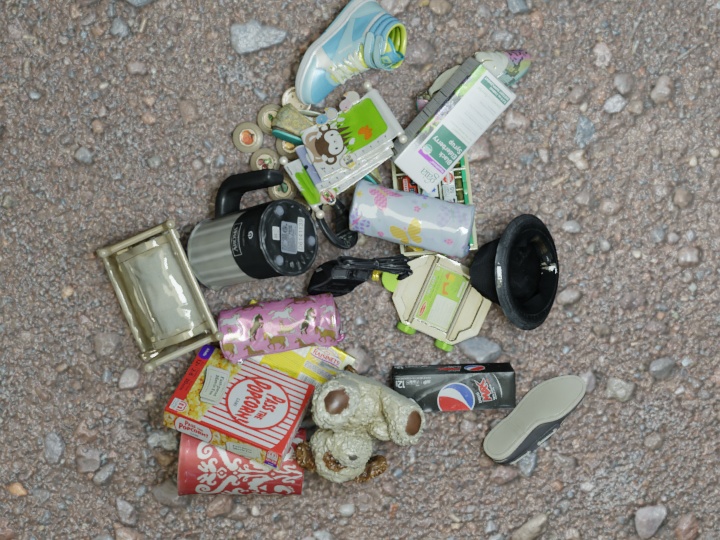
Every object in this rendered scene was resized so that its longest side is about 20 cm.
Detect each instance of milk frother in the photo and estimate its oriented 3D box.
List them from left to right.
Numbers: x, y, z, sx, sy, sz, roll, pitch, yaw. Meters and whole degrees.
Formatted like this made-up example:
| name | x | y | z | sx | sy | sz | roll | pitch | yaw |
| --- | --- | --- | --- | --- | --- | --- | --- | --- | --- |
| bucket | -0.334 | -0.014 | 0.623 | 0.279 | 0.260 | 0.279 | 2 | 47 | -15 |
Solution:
| name | x | y | z | sx | sy | sz | roll | pitch | yaw |
| --- | --- | --- | --- | --- | --- | --- | --- | --- | --- |
| milk frother | -0.133 | -0.050 | 1.698 | 0.199 | 0.187 | 0.182 | 30 | 64 | -38 |

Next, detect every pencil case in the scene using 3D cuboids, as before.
| name | x | y | z | sx | sy | sz | roll | pitch | yaw |
| --- | --- | --- | --- | --- | --- | --- | --- | --- | --- |
| pencil case | -0.127 | 0.091 | 1.715 | 0.198 | 0.083 | 0.087 | -10 | 120 | -2 |
| pencil case | 0.080 | -0.083 | 1.664 | 0.198 | 0.091 | 0.084 | 13 | 131 | 3 |

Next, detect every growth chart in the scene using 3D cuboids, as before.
| name | x | y | z | sx | sy | sz | roll | pitch | yaw |
| --- | --- | --- | --- | --- | --- | --- | --- | --- | --- |
| growth chart | -0.028 | -0.190 | 1.646 | 0.200 | 0.018 | 0.145 | -40 | 67 | -2 |

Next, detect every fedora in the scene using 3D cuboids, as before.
| name | x | y | z | sx | sy | sz | roll | pitch | yaw |
| --- | --- | --- | --- | --- | --- | --- | --- | --- | --- |
| fedora | 0.235 | 0.003 | 1.697 | 0.091 | 0.200 | 0.202 | -2 | 97 | 37 |

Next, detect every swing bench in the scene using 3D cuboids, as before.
| name | x | y | z | sx | sy | sz | roll | pitch | yaw |
| --- | --- | --- | --- | --- | --- | --- | --- | --- | --- |
| swing bench | -0.319 | 0.036 | 1.686 | 0.129 | 0.200 | 0.200 | -23 | 97 | -12 |

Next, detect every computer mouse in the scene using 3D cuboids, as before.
| name | x | y | z | sx | sy | sz | roll | pitch | yaw |
| --- | --- | --- | --- | --- | --- | --- | --- | --- | --- |
| computer mouse | 0.000 | 0.000 | 1.696 | 0.139 | 0.200 | 0.046 | 2 | 74 | -19 |

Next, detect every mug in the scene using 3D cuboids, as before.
| name | x | y | z | sx | sy | sz | roll | pitch | yaw |
| --- | --- | --- | --- | --- | --- | --- | --- | --- | --- |
| mug | -0.188 | 0.282 | 1.736 | 0.198 | 0.133 | 0.179 | 5 | 97 | -4 |

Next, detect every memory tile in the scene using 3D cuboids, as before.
| name | x | y | z | sx | sy | sz | roll | pitch | yaw |
| --- | --- | --- | --- | --- | --- | --- | --- | --- | --- |
| memory tile | -0.100 | -0.183 | 1.745 | 0.153 | 0.017 | 0.201 | -34 | 94 | 3 |

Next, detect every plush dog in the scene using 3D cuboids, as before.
| name | x | y | z | sx | sy | sz | roll | pitch | yaw |
| --- | --- | --- | --- | --- | --- | --- | --- | --- | --- |
| plush dog | -0.023 | 0.252 | 1.698 | 0.199 | 0.160 | 0.173 | 18 | 99 | -28 |

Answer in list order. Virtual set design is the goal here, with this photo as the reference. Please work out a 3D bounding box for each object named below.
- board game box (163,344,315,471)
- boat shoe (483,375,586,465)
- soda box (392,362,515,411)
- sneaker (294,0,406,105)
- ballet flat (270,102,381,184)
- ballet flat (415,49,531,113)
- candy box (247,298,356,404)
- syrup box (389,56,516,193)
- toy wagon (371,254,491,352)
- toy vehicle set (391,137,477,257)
| name | x | y | z | sx | sy | sz | roll | pitch | yaw |
| --- | --- | --- | --- | --- | --- | --- | --- | --- | --- |
| board game box | -0.190 | 0.215 | 1.708 | 0.199 | 0.152 | 0.047 | 20 | 134 | 5 |
| boat shoe | 0.293 | 0.249 | 1.777 | 0.200 | 0.073 | 0.063 | -38 | 137 | -2 |
| soda box | 0.151 | 0.190 | 1.753 | 0.198 | 0.071 | 0.064 | -2 | 99 | 1 |
| sneaker | -0.008 | -0.325 | 1.672 | 0.130 | 0.079 | 0.201 | 38 | 94 | 34 |
| ballet flat | -0.045 | -0.205 | 1.706 | 0.199 | 0.071 | 0.071 | 27 | 95 | -3 |
| ballet flat | 0.176 | -0.303 | 1.702 | 0.199 | 0.069 | 0.071 | -30 | 137 | 6 |
| candy box | -0.117 | 0.140 | 1.772 | 0.199 | 0.026 | 0.103 | 30 | 92 | -3 |
| syrup box | 0.136 | -0.223 | 1.649 | 0.079 | 0.082 | 0.200 | 39 | 99 | -19 |
| toy wagon | 0.114 | 0.033 | 1.755 | 0.199 | 0.040 | 0.156 | 24 | 95 | -1 |
| toy vehicle set | 0.116 | -0.125 | 1.724 | 0.123 | 0.027 | 0.202 | -6 | 84 | 1 |
